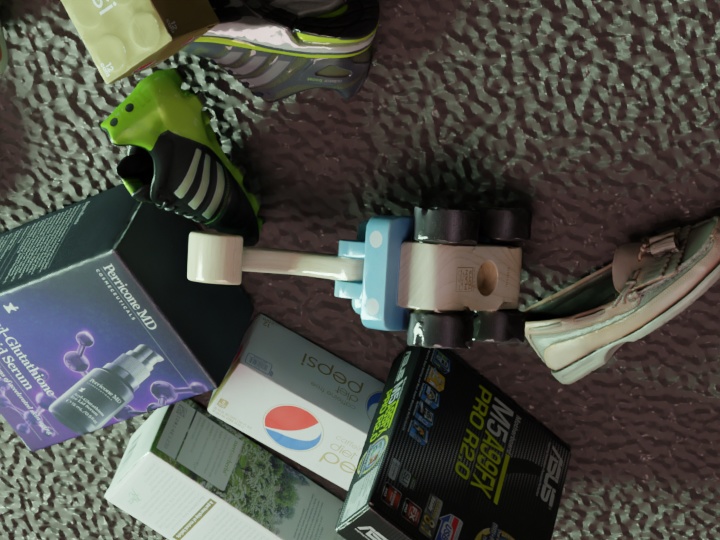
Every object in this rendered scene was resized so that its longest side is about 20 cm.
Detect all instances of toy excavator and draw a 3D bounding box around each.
[{"bbox_3d":[0.000,0.000,1.657,0.199,0.194,0.101,4,93,40],"label":"toy excavator"}]

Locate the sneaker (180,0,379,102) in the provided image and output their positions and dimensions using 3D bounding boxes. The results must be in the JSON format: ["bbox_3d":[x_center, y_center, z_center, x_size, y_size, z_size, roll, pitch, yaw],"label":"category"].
[{"bbox_3d":[-0.083,-0.159,1.604,0.198,0.074,0.081,9,134,13],"label":"sneaker"}]

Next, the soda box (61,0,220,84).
[{"bbox_3d":[-0.179,-0.232,1.528,0.067,0.064,0.201,-28,92,33],"label":"soda box"}]

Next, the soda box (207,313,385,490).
[{"bbox_3d":[-0.017,0.121,1.812,0.199,0.064,0.068,30,130,-7],"label":"soda box"}]

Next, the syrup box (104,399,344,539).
[{"bbox_3d":[-0.103,0.198,1.890,0.199,0.079,0.081,35,129,-12],"label":"syrup box"}]

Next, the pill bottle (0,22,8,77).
[{"bbox_3d":[-0.323,-0.220,1.600,0.110,0.112,0.201,2,128,16],"label":"pill bottle"}]

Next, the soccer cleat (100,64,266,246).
[{"bbox_3d":[-0.130,-0.070,1.655,0.081,0.068,0.200,-36,144,-5],"label":"soccer cleat"}]

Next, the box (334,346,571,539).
[{"bbox_3d":[0.075,0.166,1.729,0.160,0.201,0.044,39,129,-14],"label":"box"}]

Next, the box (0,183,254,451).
[{"bbox_3d":[-0.209,0.034,1.775,0.199,0.105,0.148,-21,119,31],"label":"box"}]

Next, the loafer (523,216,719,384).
[{"bbox_3d":[0.192,0.014,1.660,0.063,0.072,0.200,42,131,-9],"label":"loafer"}]
